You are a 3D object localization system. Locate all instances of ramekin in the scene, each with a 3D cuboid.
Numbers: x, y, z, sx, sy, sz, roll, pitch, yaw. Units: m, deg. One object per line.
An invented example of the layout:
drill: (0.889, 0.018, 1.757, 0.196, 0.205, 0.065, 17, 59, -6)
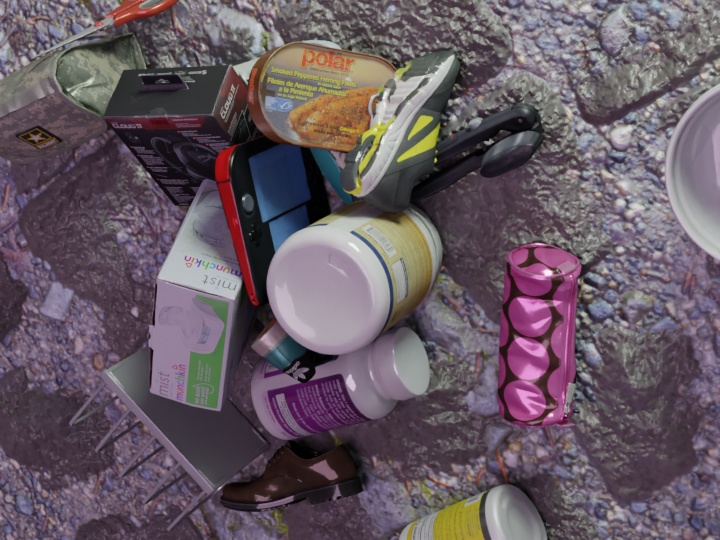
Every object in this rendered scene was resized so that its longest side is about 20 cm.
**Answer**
ramekin: (0.412, -0.105, 1.384, 0.200, 0.105, 0.200, 8, 109, 23)

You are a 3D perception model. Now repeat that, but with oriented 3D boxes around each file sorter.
file sorter: (-0.249, 0.213, 1.788, 0.200, 0.139, 0.125, 46, 122, 7)

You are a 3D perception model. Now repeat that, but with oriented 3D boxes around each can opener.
can opener: (0.118, -0.131, 1.547, 0.200, 0.079, 0.063, -18, 105, 39)

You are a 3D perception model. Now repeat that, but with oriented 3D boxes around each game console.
game console: (-0.090, -0.069, 1.585, 0.031, 0.200, 0.177, -10, 101, 29)

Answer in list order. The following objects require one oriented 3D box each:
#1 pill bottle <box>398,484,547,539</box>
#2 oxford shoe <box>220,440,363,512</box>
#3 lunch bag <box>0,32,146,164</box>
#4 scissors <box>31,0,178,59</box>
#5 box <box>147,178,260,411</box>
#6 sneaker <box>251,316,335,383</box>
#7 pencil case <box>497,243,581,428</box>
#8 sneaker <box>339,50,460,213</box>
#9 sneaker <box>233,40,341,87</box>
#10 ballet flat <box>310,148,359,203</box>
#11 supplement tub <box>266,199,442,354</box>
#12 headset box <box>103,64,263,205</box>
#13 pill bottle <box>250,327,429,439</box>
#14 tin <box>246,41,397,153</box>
pill bottle: (0.114, 0.339, 1.664, 0.200, 0.111, 0.111, -29, 92, 31)
oxford shoe: (-0.094, 0.259, 1.772, 0.200, 0.073, 0.085, -15, 87, 23)
lunch bag: (-0.366, -0.203, 1.679, 0.164, 0.200, 0.118, -17, 97, 28)
scissors: (-0.291, -0.290, 1.627, 0.073, 0.200, 0.014, 18, 134, 32)
box: (-0.176, 0.029, 1.628, 0.097, 0.177, 0.200, 15, 134, 2)
sneaker: (-0.060, 0.071, 1.619, 0.080, 0.200, 0.071, 46, 117, -4)
pencil case: (0.204, 0.075, 1.553, 0.094, 0.091, 0.200, 27, 124, 56)
sneaker: (0.054, -0.152, 1.539, 0.085, 0.200, 0.074, 40, 168, -33)
sneaker: (-0.111, -0.215, 1.624, 0.200, 0.071, 0.073, -15, 99, 29)
ballet flat: (-0.036, -0.165, 1.588, 0.072, 0.072, 0.200, -15, 124, 29)
supplement tub: (0.000, 0.000, 1.562, 0.144, 0.200, 0.145, 8, 109, 24)
headset box: (-0.189, -0.158, 1.614, 0.149, 0.077, 0.200, 1, 147, 26)
pill bottle: (-0.022, 0.131, 1.665, 0.200, 0.112, 0.112, -16, 98, 29)
tin: (-0.035, -0.188, 1.532, 0.042, 0.200, 0.112, 10, 94, 55)
